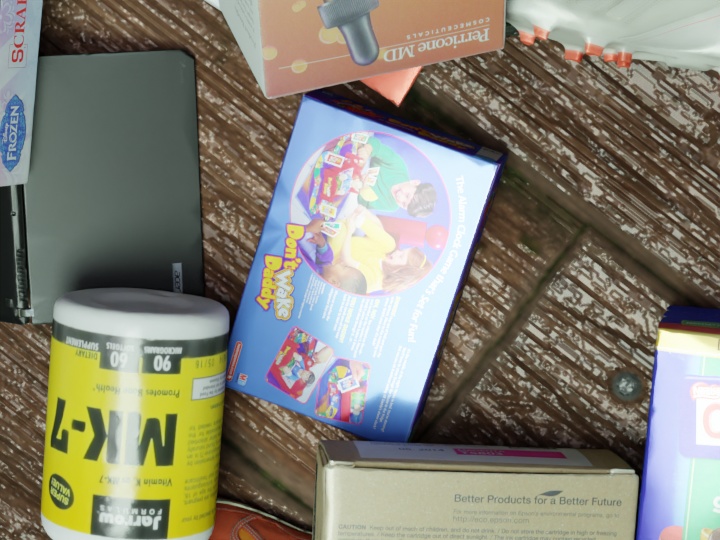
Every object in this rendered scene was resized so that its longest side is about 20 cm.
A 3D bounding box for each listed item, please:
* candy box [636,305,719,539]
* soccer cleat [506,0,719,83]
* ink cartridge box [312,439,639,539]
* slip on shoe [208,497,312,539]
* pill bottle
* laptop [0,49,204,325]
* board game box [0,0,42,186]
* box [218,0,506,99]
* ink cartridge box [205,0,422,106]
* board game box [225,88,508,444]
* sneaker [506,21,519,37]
[{"bbox_3d":[0.261,0.133,1.171,0.168,0.077,0.202,6,101,12],"label":"candy box"},{"bbox_3d":[0.180,-0.159,1.130,0.198,0.069,0.078,9,91,-8],"label":"soccer cleat"},{"bbox_3d":[0.067,0.196,1.191,0.198,0.075,0.166,3,97,-6],"label":"ink cartridge box"},{"bbox_3d":[-0.076,0.201,1.266,0.198,0.061,0.075,13,105,11],"label":"slip on shoe"},{"bbox_3d":[-0.146,0.118,1.207,0.113,0.114,0.202,6,98,11],"label":"pill bottle"},{"bbox_3d":[-0.215,-0.060,1.272,0.199,0.103,0.179,6,103,37],"label":"laptop"},{"bbox_3d":[-0.291,-0.171,1.215,0.199,0.041,0.201,14,104,32],"label":"board game box"},{"bbox_3d":[-0.003,-0.219,1.054,0.151,0.107,0.201,-14,131,-12],"label":"box"},{"bbox_3d":[-0.037,-0.198,1.184,0.199,0.050,0.109,33,105,6],"label":"ink cartridge box"},{"bbox_3d":[0.000,0.000,1.218,0.134,0.045,0.201,20,104,8],"label":"board game box"},{"bbox_3d":[0.113,-0.232,1.146,0.085,0.078,0.201,47,118,38],"label":"sneaker"}]
